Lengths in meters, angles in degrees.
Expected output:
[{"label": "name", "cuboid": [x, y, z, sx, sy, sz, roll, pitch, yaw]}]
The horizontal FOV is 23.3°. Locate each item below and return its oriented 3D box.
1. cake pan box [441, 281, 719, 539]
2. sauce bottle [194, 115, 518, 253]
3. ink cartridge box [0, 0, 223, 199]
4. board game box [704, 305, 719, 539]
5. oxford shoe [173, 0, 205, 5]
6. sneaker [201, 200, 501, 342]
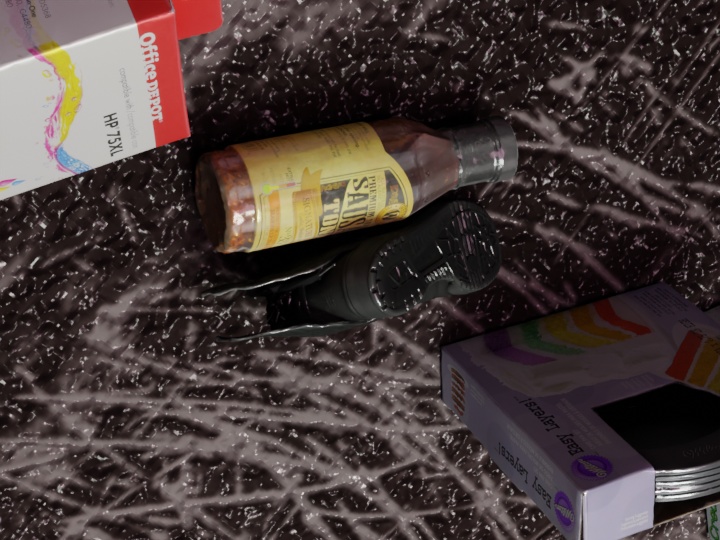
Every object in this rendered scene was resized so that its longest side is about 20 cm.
[{"label": "cake pan box", "cuboid": [0.173, 0.090, 1.129, 0.182, 0.200, 0.053, -16, 121, -17]}, {"label": "sauce bottle", "cuboid": [0.001, -0.058, 1.053, 0.198, 0.066, 0.067, -13, 118, -20]}, {"label": "ink cartridge box", "cuboid": [-0.157, -0.107, 0.906, 0.198, 0.068, 0.116, -20, 154, -11]}, {"label": "board game box", "cuboid": [0.313, 0.104, 1.307, 0.125, 0.035, 0.202, -21, 120, -19]}, {"label": "oxford shoe", "cuboid": [-0.150, -0.179, 0.914, 0.199, 0.073, 0.072, 16, 104, -32]}, {"label": "sneaker", "cuboid": [0.001, 0.003, 1.081, 0.199, 0.103, 0.061, -21, 97, -57]}]
